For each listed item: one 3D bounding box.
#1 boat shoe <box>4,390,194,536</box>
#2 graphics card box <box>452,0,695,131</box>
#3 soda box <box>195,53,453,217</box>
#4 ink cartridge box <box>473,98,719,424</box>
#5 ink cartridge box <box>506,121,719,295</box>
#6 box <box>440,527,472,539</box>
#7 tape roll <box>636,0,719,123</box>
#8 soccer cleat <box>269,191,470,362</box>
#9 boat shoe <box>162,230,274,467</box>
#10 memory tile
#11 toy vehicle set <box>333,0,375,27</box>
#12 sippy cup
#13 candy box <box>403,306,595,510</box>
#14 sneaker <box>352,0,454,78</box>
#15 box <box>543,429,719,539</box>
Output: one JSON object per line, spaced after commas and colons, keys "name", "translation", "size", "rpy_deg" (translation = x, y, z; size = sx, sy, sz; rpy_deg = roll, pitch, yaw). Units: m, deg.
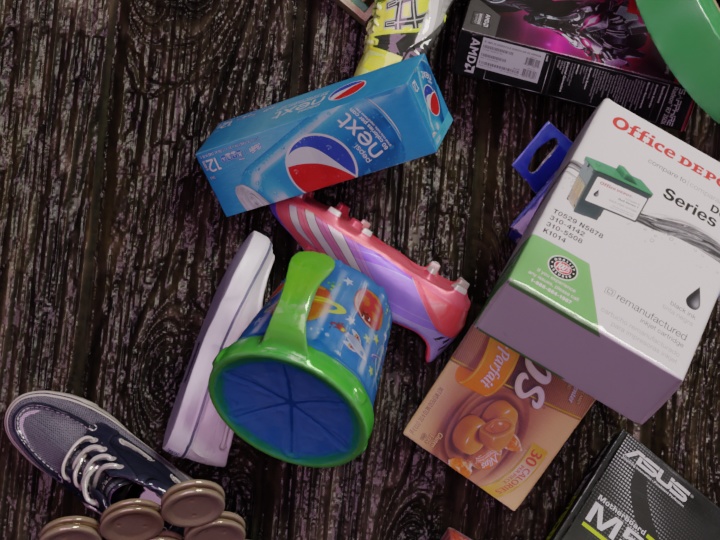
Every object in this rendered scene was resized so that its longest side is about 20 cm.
{"name": "boat shoe", "translation": [-0.218, 0.163, 1.173], "size": [0.199, 0.093, 0.075], "rpy_deg": [28, 88, 4]}
{"name": "graphics card box", "translation": [0.184, -0.193, 1.166], "size": [0.199, 0.051, 0.126], "rpy_deg": [15, 46, 5]}
{"name": "soda box", "translation": [-0.031, -0.109, 1.151], "size": [0.199, 0.068, 0.064], "rpy_deg": [-16, 114, 24]}
{"name": "ink cartridge box", "translation": [0.196, -0.011, 1.050], "size": [0.146, 0.084, 0.201], "rpy_deg": [29, 58, 2]}
{"name": "ink cartridge box", "translation": [0.216, -0.039, 1.176], "size": [0.200, 0.076, 0.137], "rpy_deg": [41, 89, 6]}
{"name": "box", "translation": [0.068, 0.327, 1.149], "size": [0.102, 0.095, 0.201], "rpy_deg": [30, 88, 3]}
{"name": "tape roll", "translation": [0.293, -0.204, 1.120], "size": [0.048, 0.200, 0.201], "rpy_deg": [-31, 85, 37]}
{"name": "soccer cleat", "translation": [0.000, 0.000, 1.191], "size": [0.199, 0.067, 0.077], "rpy_deg": [31, 100, 4]}
{"name": "boat shoe", "translation": [-0.106, 0.068, 1.193], "size": [0.065, 0.074, 0.201], "rpy_deg": [21, 91, -12]}
{"name": "memory tile", "translation": [-0.156, 0.236, 1.130], "size": [0.152, 0.200, 0.017], "rpy_deg": [-17, 49, 4]}
{"name": "toy vehicle set", "translation": [-0.030, -0.324, 1.227], "size": [0.200, 0.027, 0.124], "rpy_deg": [40, 89, 4]}
{"name": "sippy cup", "translation": [-0.037, 0.067, 1.131], "size": [0.139, 0.178, 0.131], "rpy_deg": [37, 48, -12]}
{"name": "candy box", "translation": [0.135, 0.082, 1.143], "size": [0.115, 0.055, 0.201], "rpy_deg": [34, 112, 6]}
{"name": "sneaker", "translation": [0.035, -0.225, 1.184], "size": [0.076, 0.075, 0.201], "rpy_deg": [29, 91, -11]}
{"name": "box", "translation": [0.239, 0.258, 1.118], "size": [0.200, 0.048, 0.193], "rpy_deg": [40, 53, 5]}
